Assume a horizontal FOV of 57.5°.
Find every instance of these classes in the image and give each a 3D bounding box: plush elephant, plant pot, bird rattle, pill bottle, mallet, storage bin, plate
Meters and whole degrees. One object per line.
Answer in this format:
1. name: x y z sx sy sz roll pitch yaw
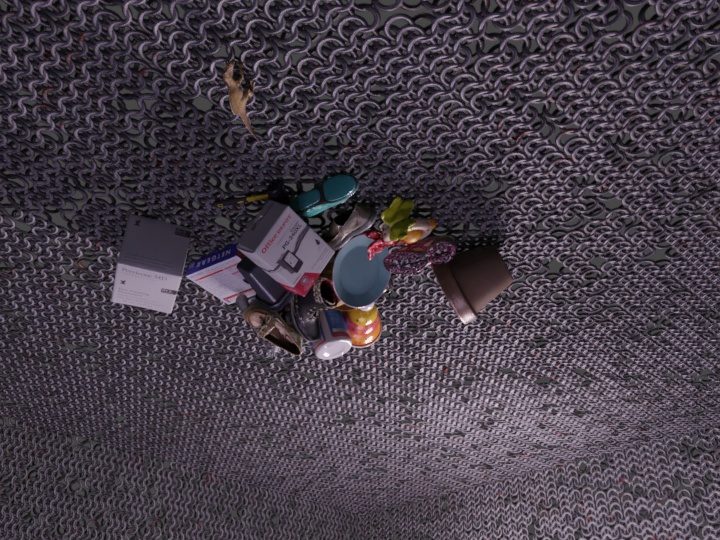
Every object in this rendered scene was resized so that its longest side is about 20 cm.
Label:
1. plush elephant: -0.235 0.129 1.888 0.165 0.155 0.200 -6 112 63
2. plant pot: 0.309 0.020 1.762 0.174 0.200 0.200 -28 138 11
3. bird rattle: 0.102 -0.091 1.674 0.163 0.113 0.200 -2 152 -24
4. pill bottle: -0.105 0.150 1.926 0.112 0.200 0.112 -15 148 -10
5. mallet: -0.268 -0.172 1.631 0.200 0.041 0.066 -11 141 25
6. storage bin: -0.224 -0.019 1.726 0.145 0.200 0.134 23 156 51
7. plate: 0.000 0.000 1.754 0.200 0.200 0.026 35 169 -38

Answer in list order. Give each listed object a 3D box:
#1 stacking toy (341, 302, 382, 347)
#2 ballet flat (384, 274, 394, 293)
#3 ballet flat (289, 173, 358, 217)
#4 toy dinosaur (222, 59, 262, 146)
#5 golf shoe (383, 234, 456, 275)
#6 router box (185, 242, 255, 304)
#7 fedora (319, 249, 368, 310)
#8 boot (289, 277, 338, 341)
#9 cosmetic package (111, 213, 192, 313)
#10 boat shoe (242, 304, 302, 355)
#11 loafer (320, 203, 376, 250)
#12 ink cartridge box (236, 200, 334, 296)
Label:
1. stacking toy: 0.001 0.127 1.937 0.146 0.146 0.200 5 149 -3
2. ballet flat: 0.002 0.030 1.875 0.200 0.072 0.072 11 145 -11
3. ballet flat: -0.077 -0.181 1.591 0.200 0.067 0.070 -19 164 28
4. toy dinosaur: -0.245 -0.347 1.314 0.058 0.101 0.200 -4 145 9
5. golf shoe: 0.159 -0.042 1.736 0.200 0.092 0.073 -14 110 16
6. router box: -0.365 0.012 1.887 0.200 0.049 0.179 -19 140 28
7. fedora: -0.072 0.039 1.814 0.200 0.082 0.201 13 124 21
8. boot: -0.120 0.104 1.765 0.154 0.073 0.204 2 112 49
9. cosmetic package: -0.559 -0.015 1.756 0.165 0.165 0.200 13 144 -17
10. boat shoe: -0.231 0.161 1.774 0.200 0.063 0.073 35 106 -29
11. loafer: -0.045 -0.116 1.676 0.070 0.075 0.200 39 130 -23
12. ink cartridge box: -0.180 -0.053 1.606 0.083 0.145 0.200 21 162 47
